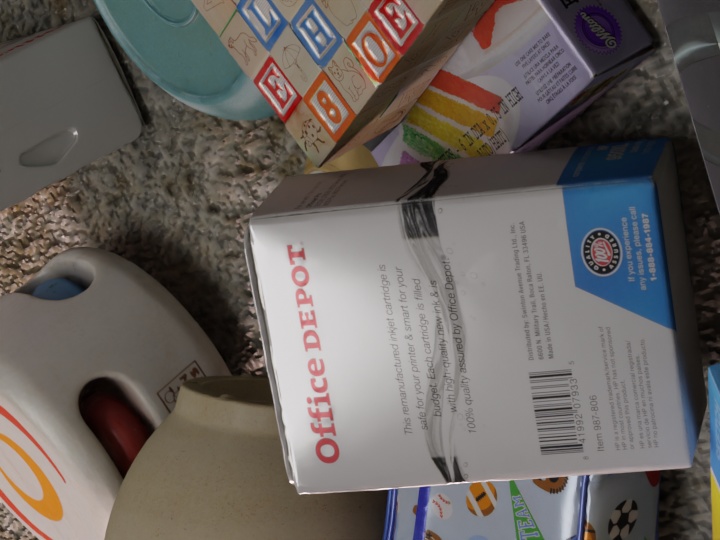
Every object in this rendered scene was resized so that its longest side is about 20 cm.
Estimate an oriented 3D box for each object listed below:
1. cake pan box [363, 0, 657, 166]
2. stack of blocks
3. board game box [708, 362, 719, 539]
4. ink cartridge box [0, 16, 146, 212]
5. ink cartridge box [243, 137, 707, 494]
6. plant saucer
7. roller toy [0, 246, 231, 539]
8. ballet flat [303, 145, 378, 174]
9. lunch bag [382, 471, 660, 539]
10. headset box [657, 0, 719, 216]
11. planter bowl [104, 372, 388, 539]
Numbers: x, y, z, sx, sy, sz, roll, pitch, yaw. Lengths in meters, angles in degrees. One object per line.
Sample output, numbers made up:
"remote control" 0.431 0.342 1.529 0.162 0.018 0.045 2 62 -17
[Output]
"cake pan box" 0.035 -0.137 1.336 0.184 0.052 0.200 58 147 5
"stack of blocks" 0.001 -0.150 1.271 0.115 0.059 0.200 54 147 9
"board game box" 0.206 0.157 1.253 0.200 0.040 0.153 80 175 -47
"ink cartridge box" -0.250 -0.084 1.671 0.200 0.146 0.083 -8 110 54
"ink cartridge box" 0.058 0.022 1.293 0.200 0.084 0.145 -5 107 14
"plant saucer" -0.105 -0.172 1.517 0.200 0.027 0.200 34 141 33
"roller toy" -0.165 0.085 1.702 0.200 0.140 0.183 40 153 20
"ballet flat" 0.000 0.000 1.480 0.069 0.063 0.200 11 124 49
"lunch bag" 0.079 0.130 1.431 0.160 0.075 0.200 24 116 38
"headset box" 0.227 -0.064 1.094 0.200 0.093 0.174 5 120 52
"planter bowl" -0.052 0.135 1.567 0.200 0.200 0.135 13 100 49
